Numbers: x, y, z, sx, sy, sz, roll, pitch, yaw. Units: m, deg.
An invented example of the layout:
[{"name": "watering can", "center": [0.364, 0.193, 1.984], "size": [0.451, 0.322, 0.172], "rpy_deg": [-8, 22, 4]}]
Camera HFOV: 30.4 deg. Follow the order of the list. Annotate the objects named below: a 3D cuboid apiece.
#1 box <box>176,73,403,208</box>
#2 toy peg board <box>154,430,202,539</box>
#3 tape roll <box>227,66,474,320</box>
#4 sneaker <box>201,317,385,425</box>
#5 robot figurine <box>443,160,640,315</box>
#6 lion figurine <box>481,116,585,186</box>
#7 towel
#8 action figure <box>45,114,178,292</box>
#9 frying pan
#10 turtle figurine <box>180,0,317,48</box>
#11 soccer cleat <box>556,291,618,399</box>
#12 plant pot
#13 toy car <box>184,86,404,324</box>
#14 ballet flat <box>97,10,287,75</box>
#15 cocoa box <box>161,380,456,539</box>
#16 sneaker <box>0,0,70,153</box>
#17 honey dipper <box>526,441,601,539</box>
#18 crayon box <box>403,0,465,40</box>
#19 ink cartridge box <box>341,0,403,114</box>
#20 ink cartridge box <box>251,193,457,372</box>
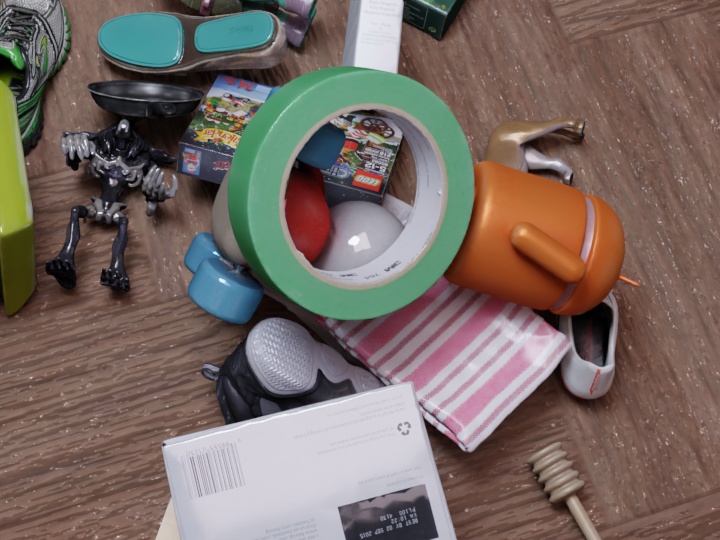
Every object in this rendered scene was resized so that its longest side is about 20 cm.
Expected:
[{"name": "box", "center": [-0.064, -0.121, 1.299], "size": [0.199, 0.038, 0.137], "rpy_deg": [15, 38, 2]}, {"name": "toy peg board", "center": [-0.081, 0.246, 1.130], "size": [0.199, 0.098, 0.200], "rpy_deg": [17, 65, 3]}, {"name": "tape roll", "center": [-0.005, -0.062, 1.064], "size": [0.200, 0.048, 0.201], "rpy_deg": [-6, 105, -26]}, {"name": "sneaker", "center": [-0.050, 0.125, 1.202], "size": [0.200, 0.114, 0.076], "rpy_deg": [41, 44, -24]}, {"name": "robot figurine", "center": [0.148, -0.026, 1.179], "size": [0.199, 0.144, 0.117], "rpy_deg": [16, 63, -11]}, {"name": "lion figurine", "center": [0.144, -0.102, 1.322], "size": [0.122, 0.073, 0.200], "rpy_deg": [14, 34, 20]}, {"name": "towel", "center": [0.074, 0.053, 1.208], "size": [0.200, 0.030, 0.146], "rpy_deg": [40, 70, 16]}, {"name": "action figure", "center": [-0.234, -0.082, 1.262], "size": [0.118, 0.102, 0.201], "rpy_deg": [14, 64, -15]}, {"name": "frying pan", "center": [-0.186, -0.159, 1.266], "size": [0.115, 0.031, 0.190], "rpy_deg": [-8, 22, -39]}, {"name": "turtle figurine", "center": [-0.140, -0.302, 1.357], "size": [0.199, 0.150, 0.101], "rpy_deg": [25, 86, -3]}, {"name": "soccer cleat", "center": [0.214, 0.023, 1.264], "size": [0.068, 0.085, 0.201], "rpy_deg": [2, 66, -4]}, {"name": "plant pot", "center": [-0.390, -0.059, 1.190], "size": [0.181, 0.200, 0.200], "rpy_deg": [-8, 66, -17]}, {"name": "toy car", "center": [-0.027, -0.030, 1.172], "size": [0.200, 0.177, 0.185], "rpy_deg": [26, 100, -16]}, {"name": "ballet flat", "center": [-0.167, -0.224, 1.345], "size": [0.199, 0.067, 0.068], "rpy_deg": [3, 77, 16]}, {"name": "cocoa box", "center": [-0.040, 0.176, 1.041], "size": [0.199, 0.131, 0.134], "rpy_deg": [-14, 82, -3]}, {"name": "sneaker", "center": [-0.338, -0.217, 1.323], "size": [0.078, 0.085, 0.201], "rpy_deg": [4, 65, -3]}, {"name": "honey dipper", "center": [0.216, 0.249, 1.192], "size": [0.038, 0.038, 0.200], "rpy_deg": [-25, 74, -16]}, {"name": "crayon box", "center": [0.081, -0.363, 1.447], "size": [0.125, 0.052, 0.200], "rpy_deg": [28, 66, 7]}, {"name": "ink cartridge box", "center": [0.015, -0.267, 1.307], "size": [0.057, 0.163, 0.201], "rpy_deg": [11, 83, -5]}, {"name": "ink cartridge box", "center": [0.000, 0.000, 1.285], "size": [0.200, 0.050, 0.161], "rpy_deg": [27, 66, 21]}]
